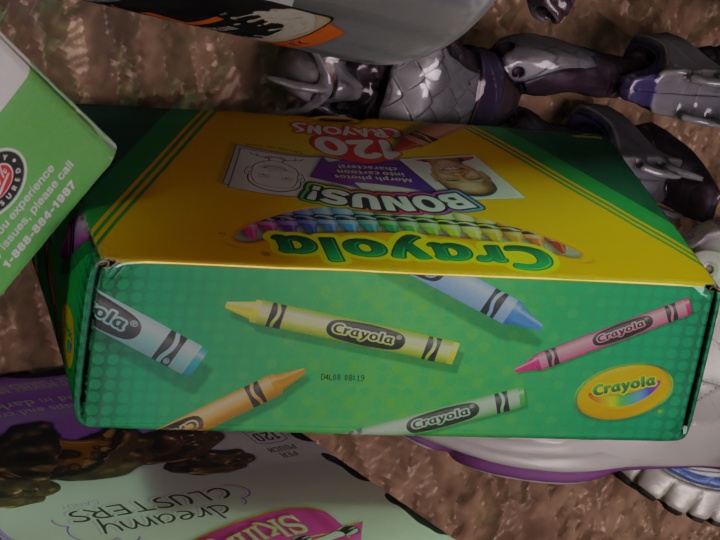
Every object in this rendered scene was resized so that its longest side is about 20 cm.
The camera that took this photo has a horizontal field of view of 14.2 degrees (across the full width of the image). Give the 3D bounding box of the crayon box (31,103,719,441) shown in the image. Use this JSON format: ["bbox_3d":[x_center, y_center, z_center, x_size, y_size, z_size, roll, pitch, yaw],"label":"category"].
[{"bbox_3d":[0.000,0.000,0.926,0.199,0.119,0.059,2,116,-16],"label":"crayon box"}]

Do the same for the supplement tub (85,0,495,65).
[{"bbox_3d":[-0.052,-0.136,0.863,0.199,0.122,0.123,10,104,-40],"label":"supplement tub"}]

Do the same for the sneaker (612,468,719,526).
[{"bbox_3d":[0.186,0.061,1.172,0.199,0.078,0.090,13,105,-41],"label":"sneaker"}]

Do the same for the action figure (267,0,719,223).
[{"bbox_3d":[0.052,-0.061,1.017,0.199,0.069,0.131,4,121,-34],"label":"action figure"}]

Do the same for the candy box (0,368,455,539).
[{"bbox_3d":[-0.072,0.102,0.906,0.167,0.200,0.072,-7,115,-36],"label":"candy box"}]

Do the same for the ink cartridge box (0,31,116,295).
[{"bbox_3d":[-0.189,-0.048,0.822,0.146,0.084,0.200,-50,131,-8],"label":"ink cartridge box"}]

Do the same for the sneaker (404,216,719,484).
[{"bbox_3d":[0.102,0.028,1.072,0.199,0.075,0.100,-1,97,-7],"label":"sneaker"}]
